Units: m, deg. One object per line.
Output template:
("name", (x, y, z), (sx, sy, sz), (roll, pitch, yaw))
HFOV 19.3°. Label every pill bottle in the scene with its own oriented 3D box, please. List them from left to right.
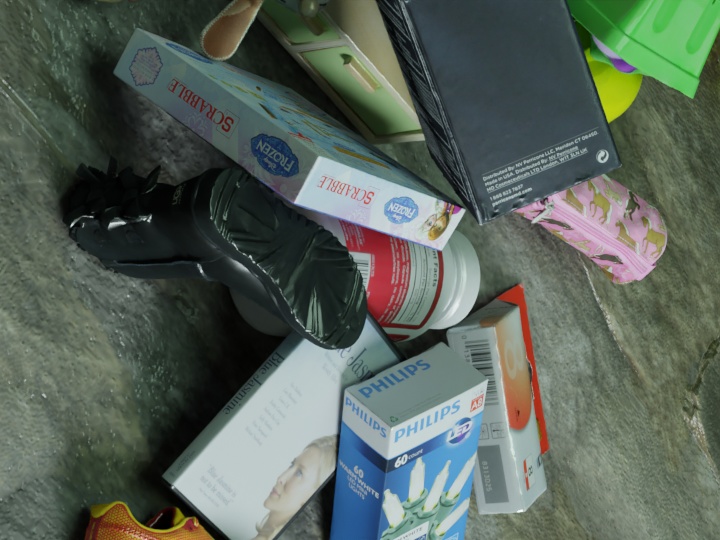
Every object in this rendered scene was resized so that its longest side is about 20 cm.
("pill bottle", (0.000, 0.000, 1.680), (0.200, 0.112, 0.113), (6, 84, -47))

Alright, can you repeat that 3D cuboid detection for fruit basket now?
("fruit basket", (0.205, -0.211, 1.885), (0.155, 0.215, 0.216), (23, 72, -44))

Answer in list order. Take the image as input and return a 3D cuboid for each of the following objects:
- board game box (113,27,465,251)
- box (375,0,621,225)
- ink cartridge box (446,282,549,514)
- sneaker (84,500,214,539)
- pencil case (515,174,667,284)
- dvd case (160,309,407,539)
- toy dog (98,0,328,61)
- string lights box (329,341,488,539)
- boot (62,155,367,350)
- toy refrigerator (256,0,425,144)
("board game box", (-0.050, -0.094, 1.551), (0.200, 0.199, 0.041), (17, 106, -55))
("box", (0.092, -0.169, 1.595), (0.123, 0.200, 0.199), (-23, 110, -2))
("ink cartridge box", (0.139, 0.106, 1.827), (0.200, 0.050, 0.163), (-26, 108, -63))
("sneaker", (-0.121, 0.219, 1.575), (0.200, 0.073, 0.077), (31, 57, -45))
("pencil case", (0.196, -0.058, 1.914), (0.200, 0.083, 0.087), (29, 67, -43))
("dvd case", (-0.049, 0.118, 1.612), (0.200, 0.018, 0.143), (-48, 140, -8))
("toy dog", (-0.110, -0.213, 1.524), (0.132, 0.199, 0.097), (98, -16, -46))
("string lights box", (0.035, 0.164, 1.673), (0.103, 0.059, 0.201), (-24, 137, -33))
("boot", (-0.108, -0.010, 1.528), (0.198, 0.162, 0.074), (42, 59, -38))
("toy refrigerator", (-0.009, -0.186, 1.704), (0.200, 0.076, 0.070), (47, 57, -36))
